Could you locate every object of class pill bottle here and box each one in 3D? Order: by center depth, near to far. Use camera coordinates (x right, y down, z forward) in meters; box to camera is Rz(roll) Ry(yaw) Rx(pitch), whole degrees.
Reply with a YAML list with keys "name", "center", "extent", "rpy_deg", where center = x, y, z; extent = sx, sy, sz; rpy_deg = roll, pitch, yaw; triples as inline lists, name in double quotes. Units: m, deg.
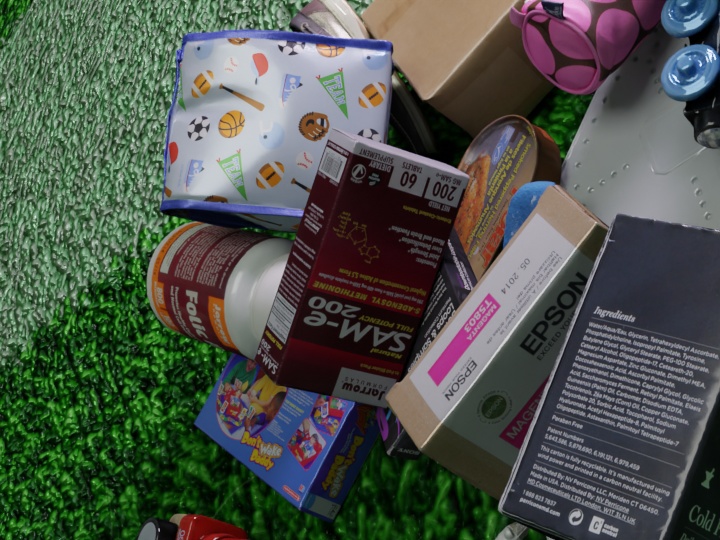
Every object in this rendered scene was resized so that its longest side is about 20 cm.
- name: "pill bottle"
  center: [-0.102, 0.022, 1.172]
  extent: [0.199, 0.114, 0.115]
  rpy_deg: [13, 76, 49]

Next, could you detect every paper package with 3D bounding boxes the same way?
- name: "paper package"
  center: [0.123, -0.246, 1.174]
  extent: [0.200, 0.103, 0.191]
  rpy_deg: [-48, 39, 16]

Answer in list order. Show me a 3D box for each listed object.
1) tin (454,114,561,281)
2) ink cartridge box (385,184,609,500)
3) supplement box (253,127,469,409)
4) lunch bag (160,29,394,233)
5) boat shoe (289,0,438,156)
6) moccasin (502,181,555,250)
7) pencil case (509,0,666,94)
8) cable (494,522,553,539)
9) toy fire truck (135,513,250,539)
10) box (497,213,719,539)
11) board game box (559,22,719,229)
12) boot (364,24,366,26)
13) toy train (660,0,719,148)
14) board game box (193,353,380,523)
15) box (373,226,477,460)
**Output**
- name: "tin"
  center: [0.105, -0.035, 1.092]
  extent: [0.201, 0.042, 0.112]
  rpy_deg: [-63, 27, 10]
- name: "ink cartridge box"
  center: [0.143, 0.069, 0.904]
  extent: [0.201, 0.164, 0.075]
  rpy_deg: [-53, 30, 9]
- name: "supplement box"
  center: [0.000, 0.000, 1.014]
  extent: [0.061, 0.108, 0.202]
  rpy_deg: [38, 111, 63]
- name: "lunch bag"
  center: [-0.075, -0.121, 1.136]
  extent: [0.197, 0.124, 0.172]
  rpy_deg: [5, 82, 2]
- name: "boat shoe"
  center: [0.002, -0.184, 1.236]
  extent: [0.065, 0.072, 0.201]
  rpy_deg: [-35, 78, 2]
- name: "moccasin"
  center: [0.146, 0.034, 1.002]
  extent: [0.080, 0.068, 0.202]
  rpy_deg: [15, 91, 39]
- name: "pencil case"
  center: [0.214, -0.240, 1.033]
  extent: [0.093, 0.091, 0.200]
  rpy_deg: [36, 67, 23]
- name: "cable"
  center: [0.113, 0.298, 0.878]
  extent: [0.200, 0.069, 0.201]
  rpy_deg: [-44, 42, 20]
- name: "toy fire truck"
  center: [-0.112, 0.308, 1.092]
  extent: [0.199, 0.128, 0.178]
  rpy_deg: [-14, 57, 53]
- name: "box"
  center: [0.216, 0.100, 0.783]
  extent: [0.123, 0.199, 0.198]
  rpy_deg: [12, 76, 48]
- name: "board game box"
  center: [0.256, -0.103, 1.003]
  extent: [0.199, 0.026, 0.202]
  rpy_deg: [19, 81, 50]
- name: "boot"
  center: [-0.054, -0.164, 1.340]
  extent: [0.155, 0.072, 0.202]
  rpy_deg: [7, 75, 51]
- name: "toy train"
  center: [0.287, -0.185, 0.937]
  extent: [0.113, 0.087, 0.202]
  rpy_deg: [-11, 59, 35]
- name: "board game box"
  center: [-0.063, 0.129, 1.189]
  extent: [0.199, 0.045, 0.135]
  rpy_deg: [27, 88, 51]
- name: "box"
  center: [0.045, 0.038, 1.068]
  extent: [0.144, 0.036, 0.201]
  rpy_deg: [-60, 28, 31]
